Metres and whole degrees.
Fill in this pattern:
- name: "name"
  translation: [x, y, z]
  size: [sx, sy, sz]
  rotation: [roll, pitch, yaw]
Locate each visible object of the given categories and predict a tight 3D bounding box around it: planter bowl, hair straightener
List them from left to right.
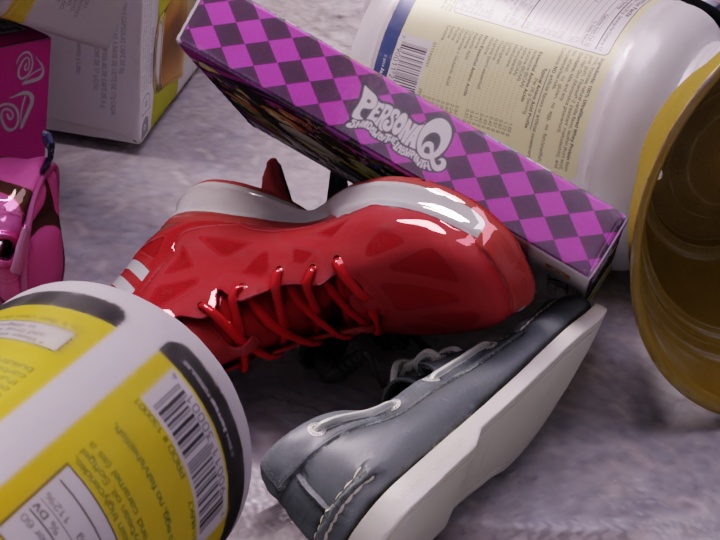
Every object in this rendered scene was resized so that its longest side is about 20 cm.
- name: "hair straightener"
  translation: [0.000, 0.000, 0.792]
  size: [0.077, 0.041, 0.200]
  rotation: [1, 25, -12]
- name: "planter bowl"
  translation: [0.187, -0.040, 0.745]
  size: [0.200, 0.201, 0.083]
  rotation: [-5, 26, -23]

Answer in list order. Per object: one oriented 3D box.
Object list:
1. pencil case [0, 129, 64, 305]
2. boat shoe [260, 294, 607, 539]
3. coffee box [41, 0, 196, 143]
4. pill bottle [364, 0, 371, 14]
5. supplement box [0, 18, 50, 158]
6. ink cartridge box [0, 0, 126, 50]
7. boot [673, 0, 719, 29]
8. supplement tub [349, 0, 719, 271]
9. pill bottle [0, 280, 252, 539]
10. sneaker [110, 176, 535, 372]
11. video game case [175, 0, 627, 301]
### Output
- name: "pencil case"
  translation: [-0.230, -0.022, 0.722]
  size: [0.199, 0.091, 0.094]
  rotation: [4, 13, 0]
- name: "boat shoe"
  translation: [0.035, 0.050, 0.655]
  size: [0.062, 0.073, 0.200]
  rotation: [34, 39, 17]
- name: "coffee box"
  translation: [-0.199, -0.214, 0.998]
  size: [0.199, 0.200, 0.198]
  rotation: [9, 25, 5]
- name: "pill bottle"
  translation: [0.102, -0.151, 1.051]
  size: [0.112, 0.113, 0.200]
  rotation: [-13, 32, -37]
- name: "supplement box"
  translation: [-0.263, -0.094, 0.848]
  size: [0.200, 0.102, 0.103]
  rotation: [26, 30, 32]
- name: "ink cartridge box"
  translation: [-0.211, -0.178, 0.771]
  size: [0.145, 0.084, 0.200]
  rotation: [25, 8, 25]
- name: "boot"
  translation: [0.241, -0.128, 0.944]
  size: [0.075, 0.200, 0.097]
  rotation: [34, 79, 30]
- name: "supplement tub"
  translation: [0.107, -0.084, 0.876]
  size: [0.199, 0.146, 0.145]
  rotation: [20, 28, 25]
- name: "pill bottle"
  translation: [-0.122, 0.090, 0.492]
  size: [0.114, 0.115, 0.200]
  rotation: [15, 26, 16]
- name: "sneaker"
  translation: [-0.031, 0.023, 0.677]
  size: [0.200, 0.078, 0.116]
  rotation: [1, 41, 45]
- name: "video game case"
  translation: [0.025, -0.049, 0.751]
  size: [0.200, 0.036, 0.181]
  rotation: [31, -2, 8]
